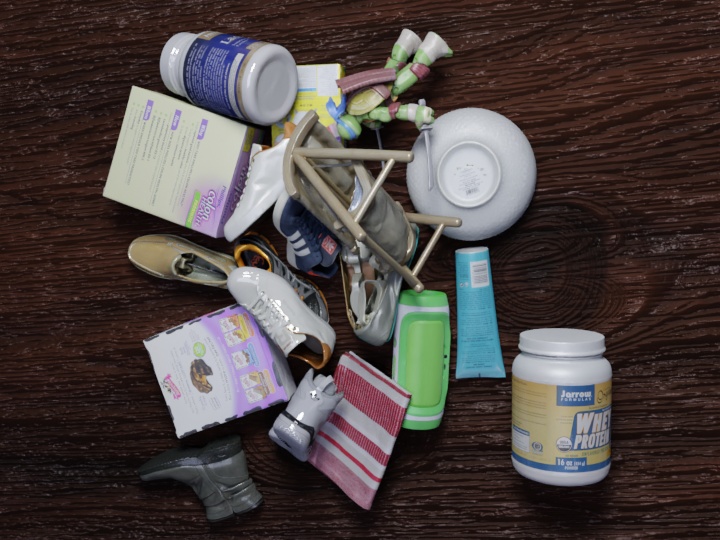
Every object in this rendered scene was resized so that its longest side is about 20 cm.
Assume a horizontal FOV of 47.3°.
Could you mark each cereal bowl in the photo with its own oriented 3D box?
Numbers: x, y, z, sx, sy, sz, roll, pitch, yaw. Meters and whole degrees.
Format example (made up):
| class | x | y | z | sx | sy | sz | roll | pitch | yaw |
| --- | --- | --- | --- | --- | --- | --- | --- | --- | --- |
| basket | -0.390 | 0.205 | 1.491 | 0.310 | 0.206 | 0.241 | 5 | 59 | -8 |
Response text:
| class | x | y | z | sx | sy | sz | roll | pitch | yaw |
| --- | --- | --- | --- | --- | --- | --- | --- | --- | --- |
| cereal bowl | 0.163 | -0.143 | 1.222 | 0.196 | 0.083 | 0.204 | 1 | 95 | 10 |

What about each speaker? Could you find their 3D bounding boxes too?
| class | x | y | z | sx | sy | sz | roll | pitch | yaw |
| --- | --- | --- | --- | --- | --- | --- | --- | --- | --- |
| speaker | 0.091 | 0.135 | 1.260 | 0.087 | 0.088 | 0.204 | 4 | 96 | 10 |

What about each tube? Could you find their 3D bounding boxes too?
| class | x | y | z | sx | sy | sz | roll | pitch | yaw |
| --- | --- | --- | --- | --- | --- | --- | --- | --- | --- |
| tube | 0.178 | 0.067 | 1.260 | 0.076 | 0.050 | 0.204 | -3 | 100 | 14 |

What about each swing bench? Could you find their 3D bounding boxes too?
| class | x | y | z | sx | sy | sz | roll | pitch | yaw |
| --- | --- | --- | --- | --- | --- | --- | --- | --- | --- |
| swing bench | 0.005 | -0.094 | 1.144 | 0.199 | 0.199 | 0.131 | 29 | 83 | 36 |

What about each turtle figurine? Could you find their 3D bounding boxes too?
| class | x | y | z | sx | sy | sz | roll | pitch | yaw |
| --- | --- | --- | --- | --- | --- | --- | --- | --- | --- |
| turtle figurine | 0.062 | -0.242 | 1.216 | 0.199 | 0.144 | 0.195 | 36 | 85 | -4 |

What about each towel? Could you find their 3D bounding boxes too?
| class | x | y | z | sx | sy | sz | roll | pitch | yaw |
| --- | --- | --- | --- | --- | --- | --- | --- | --- | --- |
| towel | -0.006 | 0.246 | 1.276 | 0.143 | 0.023 | 0.203 | 30 | 109 | 35 |

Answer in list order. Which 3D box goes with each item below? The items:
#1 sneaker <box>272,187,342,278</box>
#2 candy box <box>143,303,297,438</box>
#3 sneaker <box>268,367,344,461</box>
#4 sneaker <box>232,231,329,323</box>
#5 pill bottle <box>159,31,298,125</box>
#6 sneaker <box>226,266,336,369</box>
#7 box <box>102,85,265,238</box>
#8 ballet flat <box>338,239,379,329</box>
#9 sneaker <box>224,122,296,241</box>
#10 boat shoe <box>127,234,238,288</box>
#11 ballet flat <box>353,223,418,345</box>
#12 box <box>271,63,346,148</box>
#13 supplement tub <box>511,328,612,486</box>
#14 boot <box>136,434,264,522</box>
| class | x | y | z | sx | sy | sz | roll | pitch | yaw |
| --- | --- | --- | --- | --- | --- | --- | --- | --- | --- |
| sneaker | -0.070 | -0.056 | 1.220 | 0.084 | 0.201 | 0.075 | 28 | 69 | 20 |
| candy box | -0.225 | 0.153 | 1.325 | 0.197 | 0.072 | 0.170 | -20 | 92 | 11 |
| sneaker | -0.080 | 0.223 | 1.267 | 0.075 | 0.200 | 0.116 | 35 | 71 | 5 |
| sneaker | -0.131 | 0.025 | 1.294 | 0.200 | 0.077 | 0.078 | 44 | 99 | 2 |
| pill bottle | -0.200 | -0.293 | 1.232 | 0.198 | 0.115 | 0.118 | 20 | 99 | 31 |
| sneaker | -0.118 | 0.072 | 1.233 | 0.199 | 0.085 | 0.073 | 37 | 116 | -14 |
| box | -0.275 | -0.169 | 1.291 | 0.197 | 0.097 | 0.179 | 19 | 98 | 9 |
| ballet flat | 0.000 | 0.000 | 1.274 | 0.067 | 0.063 | 0.204 | -8 | 94 | 13 |
| sneaker | -0.148 | -0.135 | 1.235 | 0.085 | 0.073 | 0.200 | 43 | 97 | 0 |
| boat shoe | -0.288 | -0.015 | 1.318 | 0.196 | 0.076 | 0.073 | 9 | 97 | 9 |
| ballet flat | 0.036 | 0.010 | 1.235 | 0.063 | 0.067 | 0.203 | 21 | 74 | -18 |
| box | -0.079 | -0.212 | 1.277 | 0.115 | 0.048 | 0.204 | 1 | 94 | 11 |
| supplement tub | 0.292 | 0.194 | 1.199 | 0.142 | 0.145 | 0.204 | 0 | 96 | 10 |
| boot | -0.266 | 0.358 | 1.358 | 0.197 | 0.068 | 0.133 | -14 | 98 | 13 |
